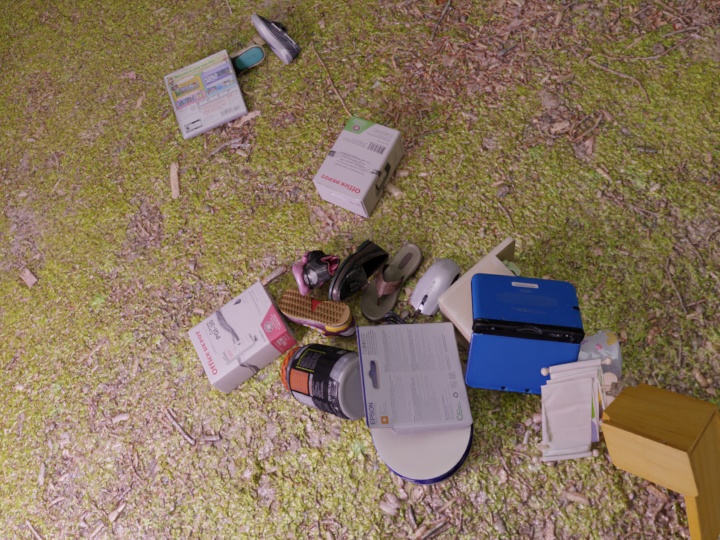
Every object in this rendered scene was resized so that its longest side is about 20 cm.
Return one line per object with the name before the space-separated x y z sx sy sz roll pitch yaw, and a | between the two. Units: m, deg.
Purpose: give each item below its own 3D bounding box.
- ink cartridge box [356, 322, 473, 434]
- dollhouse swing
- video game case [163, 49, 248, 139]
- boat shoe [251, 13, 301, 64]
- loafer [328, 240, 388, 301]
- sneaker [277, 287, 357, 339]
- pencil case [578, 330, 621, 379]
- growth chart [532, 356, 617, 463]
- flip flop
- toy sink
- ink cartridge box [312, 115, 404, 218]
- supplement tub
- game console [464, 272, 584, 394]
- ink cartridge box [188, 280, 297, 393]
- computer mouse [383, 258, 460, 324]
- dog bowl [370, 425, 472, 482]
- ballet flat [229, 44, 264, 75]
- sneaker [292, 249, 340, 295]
ink cartridge box | 0.093 0.195 1.031 0.193 0.041 0.205 0 56 -9
dollhouse swing | 0.503 0.322 0.928 0.178 0.197 0.182 12 110 41
video game case | -0.428 -0.487 1.554 0.194 0.022 0.188 -21 87 4
boat shoe | -0.239 -0.674 1.600 0.067 0.072 0.201 -38 66 -3
loafer | 0.000 0.000 1.201 0.061 0.074 0.201 18 40 18
sneaker | -0.095 0.103 1.212 0.195 0.091 0.076 16 60 33
pencil case | 0.389 0.169 1.059 0.193 0.083 0.094 -8 86 11
growth chart | 0.380 0.251 0.993 0.139 0.018 0.207 -2 106 1
flip flop | 0.066 0.019 1.222 0.080 0.058 0.201 34 78 25
toy sink | 0.264 0.056 1.116 0.198 0.131 0.112 -39 63 -7
ink cartridge box | -0.002 -0.250 1.344 0.142 0.084 0.204 23 73 23
supplement tub | -0.064 0.212 1.101 0.196 0.122 0.125 4 63 47
game console | 0.290 0.114 1.022 0.193 0.120 0.175 6 51 1
ink cartridge box | -0.258 0.147 1.232 0.197 0.083 0.148 -35 63 -3
computer mouse | 0.143 0.052 1.195 0.108 0.044 0.203 28 76 23
dog bowl | 0.118 0.298 1.073 0.193 0.079 0.207 -6 65 12
ballet flat | -0.362 -0.590 1.605 0.195 0.070 0.071 -23 63 1
sneaker | -0.082 -0.007 1.209 0.093 0.200 0.081 -22 102 10
